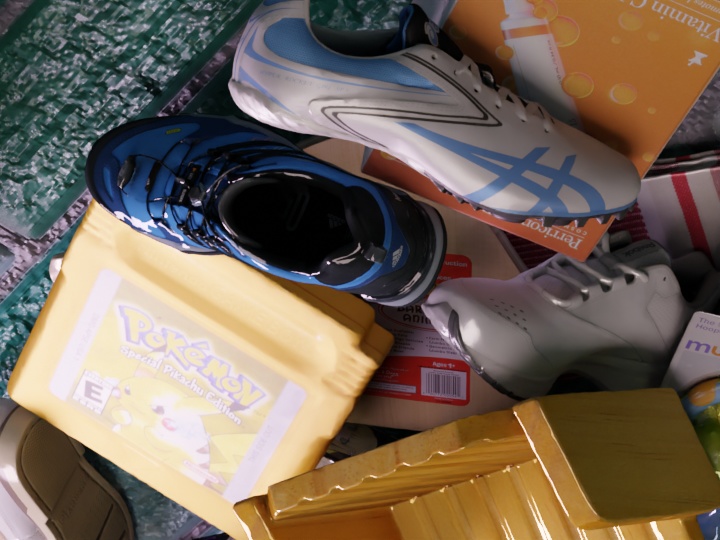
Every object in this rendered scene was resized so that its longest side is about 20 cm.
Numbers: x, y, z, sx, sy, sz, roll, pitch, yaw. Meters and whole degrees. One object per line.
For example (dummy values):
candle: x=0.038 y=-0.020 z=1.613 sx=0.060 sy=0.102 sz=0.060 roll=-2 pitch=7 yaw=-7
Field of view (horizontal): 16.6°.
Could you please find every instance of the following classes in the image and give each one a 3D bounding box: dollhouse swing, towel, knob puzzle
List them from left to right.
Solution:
knob puzzle: x=0.000 y=0.000 z=1.319 sx=0.220 sy=0.030 sz=0.220 roll=8 pitch=131 yaw=9
dollhouse swing: x=0.075 y=0.171 z=1.249 sx=0.200 sy=0.176 sz=0.182 roll=-21 pitch=167 yaw=35
towel: x=0.142 y=0.000 z=1.321 sx=0.200 sy=0.023 sz=0.144 roll=-9 pitch=131 yaw=18

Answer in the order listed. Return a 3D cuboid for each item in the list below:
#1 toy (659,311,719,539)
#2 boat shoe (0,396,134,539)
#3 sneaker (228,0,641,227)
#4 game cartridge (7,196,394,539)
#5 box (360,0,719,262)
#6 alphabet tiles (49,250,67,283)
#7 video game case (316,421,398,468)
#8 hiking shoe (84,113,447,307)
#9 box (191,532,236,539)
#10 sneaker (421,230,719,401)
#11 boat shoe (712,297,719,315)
toy: x=0.203 y=0.106 z=1.286 sx=0.115 sy=0.047 sz=0.200 roll=12 pitch=144 yaw=-2
boat shoe: x=-0.194 y=0.146 z=1.489 sx=0.068 sy=0.075 sz=0.200 roll=11 pitch=139 yaw=27
sneaker: x=0.041 y=-0.073 z=1.107 sx=0.200 sy=0.072 sz=0.072 roll=19 pitch=108 yaw=-15
game cartridge: x=-0.091 y=0.049 z=1.341 sx=0.176 sy=0.032 sz=0.200 roll=32 pitch=138 yaw=1
box: x=0.098 y=-0.120 z=1.162 sx=0.124 sy=0.097 sz=0.200 roll=21 pitch=133 yaw=-9
alphabet tiles: x=-0.063 y=0.011 z=1.370 sx=0.196 sy=0.015 sz=0.200 roll=-15 pitch=129 yaw=19
video game case: x=0.027 y=0.175 z=1.440 sx=0.181 sy=0.036 sz=0.200 roll=24 pitch=143 yaw=19
hiking shoe: x=-0.056 y=-0.039 z=1.198 sx=0.200 sy=0.074 sz=0.087 roll=14 pitch=178 yaw=26
box: x=-0.043 y=0.262 z=1.461 sx=0.200 sy=0.122 sz=0.106 roll=49 pitch=147 yaw=-15
sneaker: x=0.108 y=0.015 z=1.244 sx=0.200 sy=0.075 sz=0.087 roll=2 pitch=129 yaw=-50
boat shoe: x=0.238 y=0.020 z=1.266 sx=0.093 sy=0.075 sz=0.200 roll=8 pitch=143 yaw=-7
